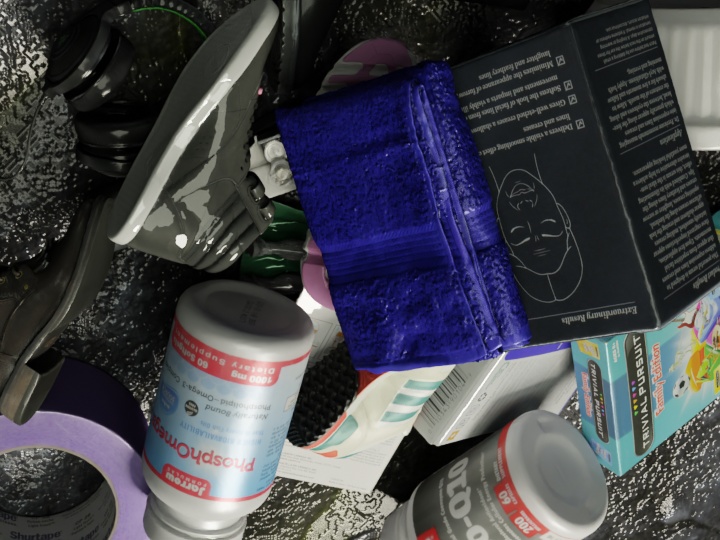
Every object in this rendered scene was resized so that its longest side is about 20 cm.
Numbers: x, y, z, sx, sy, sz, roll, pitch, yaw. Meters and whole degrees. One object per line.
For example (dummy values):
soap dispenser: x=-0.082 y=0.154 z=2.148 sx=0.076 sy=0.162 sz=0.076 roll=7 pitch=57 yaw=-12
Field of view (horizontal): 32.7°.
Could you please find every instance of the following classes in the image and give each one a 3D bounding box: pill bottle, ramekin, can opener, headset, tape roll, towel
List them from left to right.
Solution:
tape roll: x=-0.270 y=0.178 z=1.022 sx=0.196 sy=0.085 sz=0.203 roll=-6 pitch=118 yaw=-11
headset: x=-0.194 y=-0.128 z=0.901 sx=0.198 sy=0.094 sz=0.125 roll=-29 pitch=122 yaw=-16
can opener: x=-0.117 y=-0.069 z=0.948 sx=0.197 sy=0.067 sz=0.053 roll=-20 pitch=119 yaw=7
pill bottle: x=-0.109 y=0.118 z=0.951 sx=0.107 sy=0.109 sz=0.203 roll=9 pitch=111 yaw=-18
towel: x=0.023 y=-0.029 z=0.835 sx=0.146 sy=0.049 sz=0.203 roll=-12 pitch=100 yaw=34
pill bottle: x=0.112 y=0.217 z=1.086 sx=0.113 sy=0.115 sz=0.200 roll=27 pitch=133 yaw=-25
ramekin: x=0.251 y=-0.156 z=0.917 sx=0.199 sy=0.202 sz=0.096 roll=-5 pitch=107 yaw=-11

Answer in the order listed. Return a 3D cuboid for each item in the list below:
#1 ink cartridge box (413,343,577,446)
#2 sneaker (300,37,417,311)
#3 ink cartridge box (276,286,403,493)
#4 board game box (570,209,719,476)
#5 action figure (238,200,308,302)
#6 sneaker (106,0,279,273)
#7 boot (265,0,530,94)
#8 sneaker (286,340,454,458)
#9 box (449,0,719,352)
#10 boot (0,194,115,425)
ink cartridge box: x=0.158 y=0.057 z=1.054 sx=0.198 sy=0.043 sz=0.200 roll=-2 pitch=130 yaw=-51
sneaker: x=0.006 y=-0.074 z=0.919 sx=0.079 sy=0.088 sz=0.204 roll=14 pitch=107 yaw=15
ink cartridge box: x=-0.021 y=0.093 z=1.044 sx=0.159 sy=0.050 sz=0.202 roll=16 pitch=116 yaw=-25
board game box: x=0.272 y=0.061 z=1.066 sx=0.199 sy=0.047 sz=0.153 roll=-33 pitch=129 yaw=-24
action figure: x=0.000 y=0.000 z=1.015 sx=0.196 sy=0.055 sz=0.120 roll=1 pitch=115 yaw=-19
sneaker: x=-0.092 y=-0.089 z=0.880 sx=0.098 sy=0.071 sz=0.202 roll=30 pitch=92 yaw=-30
boot: x=0.031 y=-0.211 z=0.908 sx=0.196 sy=0.066 sz=0.167 roll=-3 pitch=120 yaw=-17
sneaker: x=0.031 y=0.084 z=0.993 sx=0.199 sy=0.071 sz=0.093 roll=-39 pitch=143 yaw=9
box: x=0.140 y=-0.061 z=0.837 sx=0.106 sy=0.147 sz=0.203 roll=-24 pitch=99 yaw=-44
boot: x=-0.290 y=0.003 z=0.915 sx=0.172 sy=0.069 sz=0.202 roll=28 pitch=94 yaw=3
